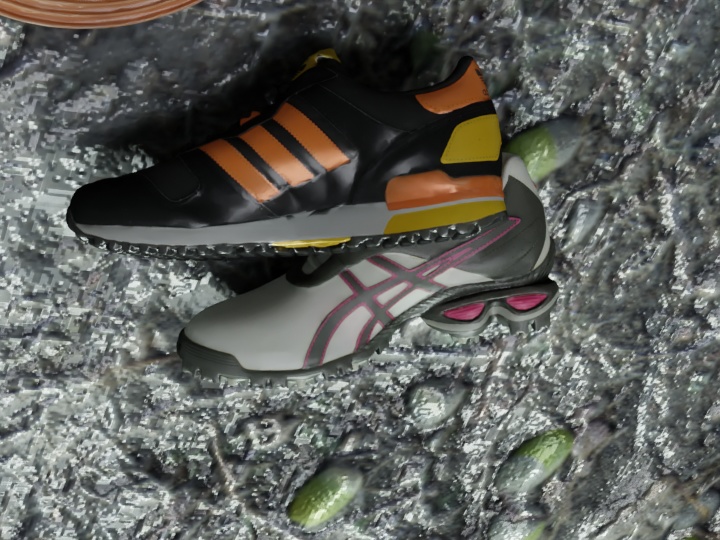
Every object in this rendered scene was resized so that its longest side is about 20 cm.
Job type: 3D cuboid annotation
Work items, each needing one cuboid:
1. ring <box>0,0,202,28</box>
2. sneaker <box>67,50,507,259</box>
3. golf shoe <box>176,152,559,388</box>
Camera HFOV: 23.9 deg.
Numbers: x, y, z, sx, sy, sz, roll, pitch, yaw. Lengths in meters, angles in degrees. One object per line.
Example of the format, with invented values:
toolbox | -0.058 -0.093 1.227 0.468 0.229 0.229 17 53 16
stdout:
ring | -0.100 -0.185 0.667 0.199 0.019 0.201 -14 133 -15
sneaker | -0.034 -0.053 0.777 0.199 0.070 0.091 -3 88 1
golf shoe | 0.000 0.000 0.850 0.199 0.077 0.089 -15 111 -13
